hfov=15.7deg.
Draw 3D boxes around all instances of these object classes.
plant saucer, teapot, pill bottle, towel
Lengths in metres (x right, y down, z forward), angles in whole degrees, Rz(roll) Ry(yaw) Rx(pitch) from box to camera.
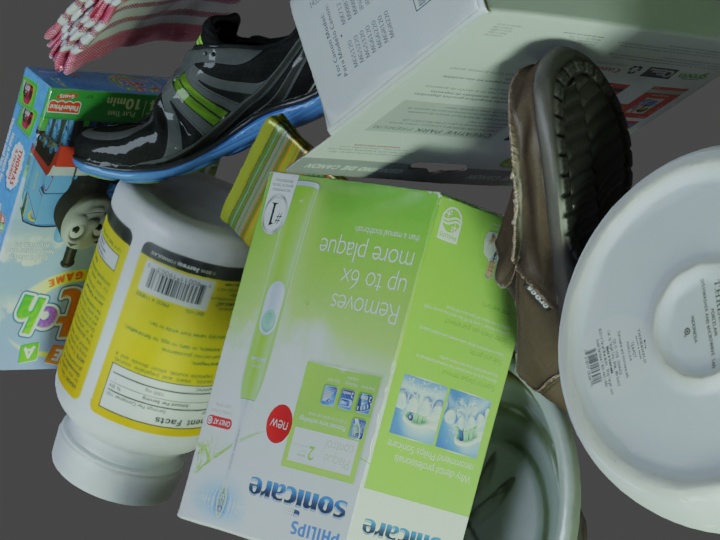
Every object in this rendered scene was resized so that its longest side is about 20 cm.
[{"bbox_3d":[0.055,0.139,1.418,0.200,0.050,0.201,-21,60,43],"label":"plant saucer"},{"bbox_3d":[0.203,0.044,1.252,0.197,0.146,0.200,32,97,42],"label":"teapot"},{"bbox_3d":[-0.129,0.044,1.671,0.112,0.112,0.200,41,119,42],"label":"pill bottle"},{"bbox_3d":[-0.092,-0.189,1.611,0.200,0.146,0.030,-37,77,43],"label":"towel"},{"bbox_3d":[0.000,0.000,1.551,0.200,0.018,0.086,44,128,19],"label":"towel"}]

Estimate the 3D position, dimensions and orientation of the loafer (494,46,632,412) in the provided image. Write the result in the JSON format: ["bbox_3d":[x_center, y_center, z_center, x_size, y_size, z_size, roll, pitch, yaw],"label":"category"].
[{"bbox_3d":[0.093,-0.015,1.316,0.071,0.073,0.201,8,116,34],"label":"loafer"}]

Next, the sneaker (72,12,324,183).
[{"bbox_3d":[-0.088,-0.112,1.606,0.199,0.071,0.083,-23,100,17],"label":"sneaker"}]

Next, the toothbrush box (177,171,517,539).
[{"bbox_3d":[-0.001,0.057,1.410,0.145,0.086,0.201,11,85,50],"label":"toothbrush box"}]

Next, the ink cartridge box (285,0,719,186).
[{"bbox_3d":[0.072,-0.119,1.367,0.175,0.200,0.084,-35,63,42],"label":"ink cartridge box"}]

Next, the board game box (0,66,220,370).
[{"bbox_3d":[-0.173,-0.030,1.696,0.037,0.151,0.200,39,118,41],"label":"board game box"}]

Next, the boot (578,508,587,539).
[{"bbox_3d":[0.038,0.141,1.516,0.200,0.064,0.187,-52,52,32],"label":"boot"}]
